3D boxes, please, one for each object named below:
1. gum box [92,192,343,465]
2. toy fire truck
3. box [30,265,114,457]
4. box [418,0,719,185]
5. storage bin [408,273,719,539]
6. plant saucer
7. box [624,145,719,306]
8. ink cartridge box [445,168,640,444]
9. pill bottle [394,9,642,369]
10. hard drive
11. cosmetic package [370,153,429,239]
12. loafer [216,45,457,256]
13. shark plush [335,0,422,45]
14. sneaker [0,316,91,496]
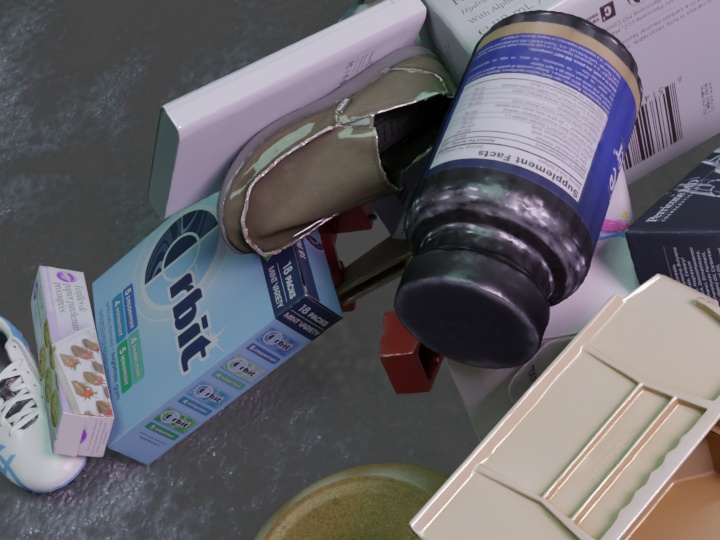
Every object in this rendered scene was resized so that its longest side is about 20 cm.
[{"bbox_3d":[-0.115,0.022,0.954,0.200,0.045,0.170,-38,43,21],"label":"gum box"},{"bbox_3d":[0.000,0.000,0.967,0.141,0.049,0.200,-4,50,19],"label":"toy fire truck"},{"bbox_3d":[-0.226,0.066,0.982,0.039,0.042,0.200,9,29,-25],"label":"box"},{"bbox_3d":[0.159,-0.166,0.935,0.199,0.200,0.131,-30,47,-4],"label":"box"},{"bbox_3d":[0.147,0.140,0.684,0.199,0.200,0.094,-45,47,-16],"label":"storage bin"},{"bbox_3d":[-0.001,0.202,0.806,0.200,0.035,0.201,-12,48,14],"label":"plant saucer"},{"bbox_3d":[0.289,-0.024,0.732,0.182,0.104,0.200,0,29,47],"label":"box"},{"bbox_3d":[0.127,0.023,0.840,0.125,0.129,0.200,-12,49,13],"label":"ink cartridge box"},{"bbox_3d":[0.091,-0.048,0.749,0.112,0.112,0.200,6,55,27],"label":"pill bottle"},{"bbox_3d":[-0.053,-0.114,0.886,0.200,0.132,0.027,-30,77,-24],"label":"hard drive"},{"bbox_3d":[0.028,-0.097,1.009,0.082,0.051,0.200,4,36,-30],"label":"cosmetic package"},{"bbox_3d":[-0.010,-0.079,0.861,0.200,0.075,0.070,-41,41,-9],"label":"loafer"},{"bbox_3d":[-0.008,-0.192,1.147,0.200,0.091,0.083,-58,29,0],"label":"shark plush"},{"bbox_3d":[-0.273,0.099,0.985,0.072,0.073,0.200,-37,49,-12],"label":"sneaker"}]
